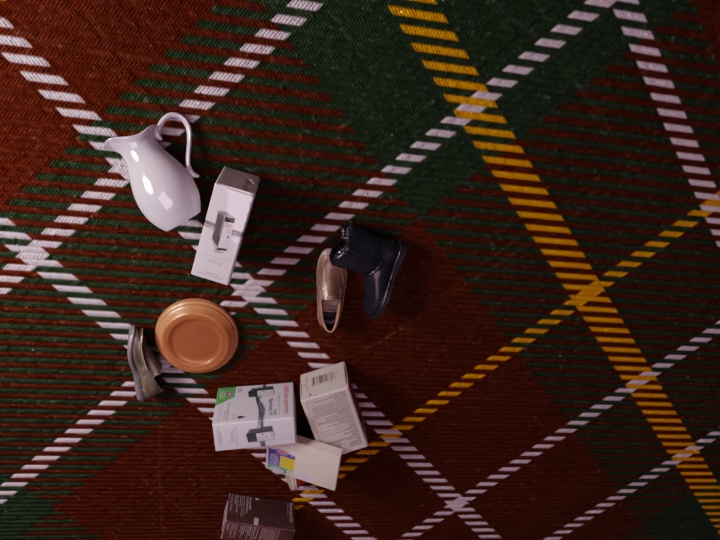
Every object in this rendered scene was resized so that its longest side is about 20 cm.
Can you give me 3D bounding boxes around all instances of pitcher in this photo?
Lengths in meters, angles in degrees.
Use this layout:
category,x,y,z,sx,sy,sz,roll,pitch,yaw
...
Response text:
category,x,y,z,sx,sy,sz,roll,pitch,yaw
pitcher,-0.389,-0.200,1.094,0.170,0.121,0.203,-31,105,-10

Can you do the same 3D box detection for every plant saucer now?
category,x,y,z,sx,sy,sz,roll,pitch,yaw
plant saucer,-0.392,0.165,1.294,0.195,0.038,0.205,-3,114,-6

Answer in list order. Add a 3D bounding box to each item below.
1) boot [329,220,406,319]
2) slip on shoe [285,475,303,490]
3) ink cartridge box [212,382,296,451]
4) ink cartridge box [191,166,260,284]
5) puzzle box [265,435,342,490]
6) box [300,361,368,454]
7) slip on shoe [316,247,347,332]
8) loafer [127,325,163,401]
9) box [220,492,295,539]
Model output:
category,x,y,z,sx,sy,sz,roll,pitch,yaw
boot,0.000,0.000,1.245,0.165,0.076,0.204,15,105,-23
slip on shoe,-0.180,0.504,1.468,0.060,0.074,0.204,-18,117,-27
ink cartridge box,-0.258,0.359,1.342,0.195,0.147,0.085,-3,114,-8
ink cartridge box,-0.280,-0.098,1.130,0.081,0.147,0.203,16,110,-13
puzzle box,-0.147,0.481,1.382,0.196,0.026,0.135,15,122,8
box,-0.068,0.360,1.390,0.125,0.109,0.204,-16,116,0
slip on shoe,-0.071,0.050,1.275,0.074,0.061,0.204,4,114,-10
loafer,-0.510,0.217,1.288,0.068,0.075,0.204,-8,120,-17
box,-0.285,0.702,1.519,0.196,0.101,0.076,16,112,-15
